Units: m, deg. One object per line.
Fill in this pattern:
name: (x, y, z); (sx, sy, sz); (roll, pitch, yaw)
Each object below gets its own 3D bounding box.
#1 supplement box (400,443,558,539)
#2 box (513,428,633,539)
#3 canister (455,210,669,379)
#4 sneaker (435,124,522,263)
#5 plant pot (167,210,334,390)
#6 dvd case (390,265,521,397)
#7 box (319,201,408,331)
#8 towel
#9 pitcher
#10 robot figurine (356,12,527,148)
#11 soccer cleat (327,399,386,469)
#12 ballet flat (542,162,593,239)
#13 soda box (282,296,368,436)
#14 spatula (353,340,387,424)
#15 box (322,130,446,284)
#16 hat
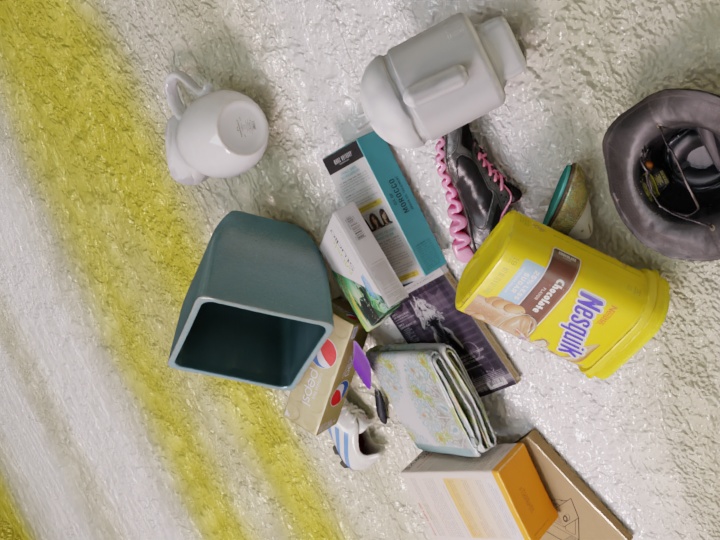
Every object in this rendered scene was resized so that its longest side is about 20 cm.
supplement box: (0.169, 0.321, 1.472); (0.199, 0.073, 0.127); (-13, 108, 49)
box: (0.269, 0.336, 1.461); (0.200, 0.021, 0.164); (48, 140, 8)
canister: (0.226, 0.029, 1.170); (0.199, 0.087, 0.149); (24, 136, -9)
sneaker: (0.147, -0.107, 1.242); (0.095, 0.079, 0.201); (-4, 117, 21)
plant pot: (-0.158, 0.029, 1.502); (0.195, 0.201, 0.196); (13, 142, -17)
dvd case: (0.120, 0.092, 1.436); (0.200, 0.016, 0.149); (56, 141, -3)
box: (0.000, 0.000, 1.393); (0.145, 0.036, 0.200); (60, 168, 7)
towel: (0.101, 0.182, 1.471); (0.200, 0.048, 0.172); (-10, 110, 60)
pitcher: (-0.222, -0.216, 1.479); (0.200, 0.121, 0.173); (-3, 108, 58)
robot figurine: (0.084, -0.210, 1.143); (0.199, 0.170, 0.113); (-26, 97, 10)
soccer cleat: (-0.031, 0.229, 1.649); (0.086, 0.070, 0.201); (-28, 100, 36)
ballet flat: (0.235, -0.043, 1.202); (0.071, 0.071, 0.201); (39, 137, 17)
soda box: (-0.050, 0.146, 1.550); (0.068, 0.064, 0.201); (29, 113, 23)
spatula: (0.018, 0.180, 1.550); (0.057, 0.020, 0.200); (54, 171, 39)
box: (0.032, -0.080, 1.361); (0.082, 0.049, 0.201); (-22, 96, 50)
hat: (0.347, -0.105, 1.033); (0.200, 0.081, 0.201); (33, 138, 35)
